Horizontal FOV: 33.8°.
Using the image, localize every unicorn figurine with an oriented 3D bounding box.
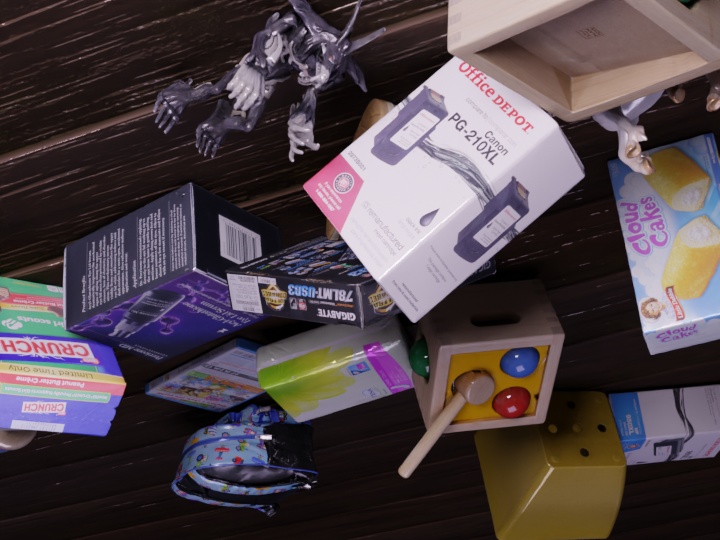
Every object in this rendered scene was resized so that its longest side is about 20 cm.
[{"bbox_3d":[0.237,-0.158,1.049,0.199,0.138,0.074,-34,135,19],"label":"unicorn figurine"}]

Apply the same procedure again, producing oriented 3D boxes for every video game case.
[{"bbox_3d":[-0.186,0.149,1.664,0.199,0.018,0.142,-27,147,35],"label":"video game case"}]

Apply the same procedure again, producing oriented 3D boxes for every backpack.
[{"bbox_3d":[-0.184,0.284,1.799,0.198,0.136,0.182,9,150,-28],"label":"backpack"}]

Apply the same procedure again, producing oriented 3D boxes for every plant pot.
[{"bbox_3d":[0.315,0.297,1.884,0.197,0.202,0.177,2,142,-15],"label":"plant pot"}]

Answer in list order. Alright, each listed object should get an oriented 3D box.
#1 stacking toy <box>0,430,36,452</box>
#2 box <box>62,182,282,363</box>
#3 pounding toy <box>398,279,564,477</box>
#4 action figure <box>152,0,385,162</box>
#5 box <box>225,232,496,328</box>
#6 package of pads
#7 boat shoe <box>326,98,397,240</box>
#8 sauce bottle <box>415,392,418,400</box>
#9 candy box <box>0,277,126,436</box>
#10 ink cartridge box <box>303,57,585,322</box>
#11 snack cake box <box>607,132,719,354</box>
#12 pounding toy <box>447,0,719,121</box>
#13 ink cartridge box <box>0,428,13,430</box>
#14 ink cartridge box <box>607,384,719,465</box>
[{"bbox_3d":[-0.535,0.230,1.697,0.085,0.086,0.199,14,154,-34],"label":"stacking toy"},{"bbox_3d":[-0.203,0.008,1.284,0.199,0.105,0.147,-24,149,31],"label":"box"},{"bbox_3d":[0.137,0.134,1.472,0.197,0.143,0.186,-5,132,-10],"label":"pounding toy"},{"bbox_3d":[-0.072,-0.152,1.000,0.198,0.103,0.119,-21,139,30],"label":"action figure"},{"bbox_3d":[0.000,0.000,1.190,0.197,0.050,0.199,7,-159,44],"label":"box"},{"bbox_3d":[-0.025,0.128,1.582,0.198,0.069,0.155,-18,151,8],"label":"package of pads"},{"bbox_3d":[0.016,-0.089,1.172,0.068,0.075,0.200,8,150,-15],"label":"boat shoe"},{"bbox_3d":[0.115,0.137,1.650,0.065,0.067,0.201,-4,155,-5],"label":"sauce bottle"},{"bbox_3d":[-0.366,0.089,1.301,0.167,0.200,0.078,11,116,-30],"label":"candy box"},{"bbox_3d":[0.072,-0.079,1.037,0.200,0.145,0.084,-40,140,1],"label":"ink cartridge box"},{"bbox_3d":[0.330,-0.028,1.217,0.114,0.202,0.067,-14,152,16],"label":"snack cake box"},{"bbox_3d":[0.200,-0.226,0.904,0.183,0.144,0.199,20,154,-41],"label":"pounding toy"},{"bbox_3d":[-0.392,0.132,1.510,0.144,0.085,0.200,1,152,-15],"label":"ink cartridge box"},{"bbox_3d":[0.496,0.255,1.943,0.197,0.085,0.145,-5,154,-3],"label":"ink cartridge box"}]
